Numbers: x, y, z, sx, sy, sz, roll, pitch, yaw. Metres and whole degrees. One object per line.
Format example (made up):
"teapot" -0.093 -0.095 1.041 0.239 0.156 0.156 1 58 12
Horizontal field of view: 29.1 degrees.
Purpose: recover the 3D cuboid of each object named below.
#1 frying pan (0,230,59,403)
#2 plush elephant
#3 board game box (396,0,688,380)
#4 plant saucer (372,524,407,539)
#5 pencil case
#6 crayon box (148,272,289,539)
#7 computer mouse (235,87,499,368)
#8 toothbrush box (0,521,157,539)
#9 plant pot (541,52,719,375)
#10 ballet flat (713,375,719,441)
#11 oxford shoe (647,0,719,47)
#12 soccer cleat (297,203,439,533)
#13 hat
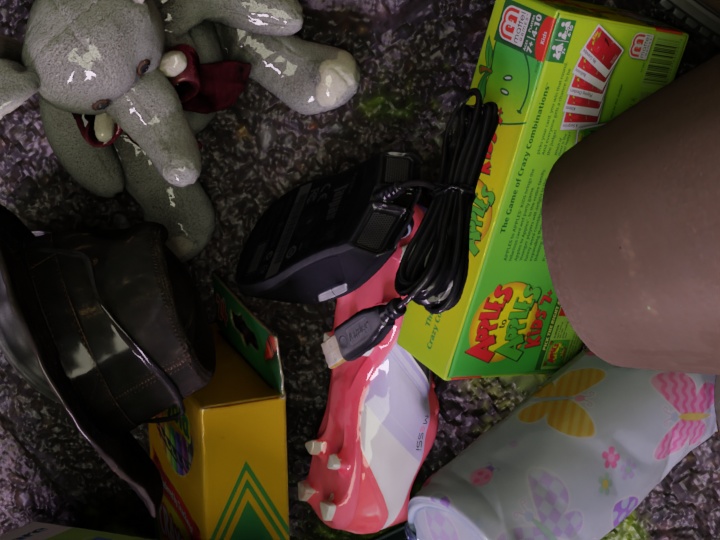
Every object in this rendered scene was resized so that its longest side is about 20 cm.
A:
"frying pan" -0.204 0.020 0.825 0.189 0.031 0.116 14 120 22
"plush elephant" -0.113 -0.103 0.713 0.164 0.155 0.200 -36 102 14
"board game box" 0.096 -0.042 0.746 0.101 0.048 0.201 1 113 -38
"plant saucer" 0.031 0.168 0.834 0.199 0.070 0.019 -27 96 12
"pencil case" 0.119 0.103 0.748 0.200 0.083 0.091 -37 122 -25
"crayon box" -0.083 0.115 0.795 0.050 0.127 0.201 -7 108 -21
"computer mouse" 0.000 0.000 0.725 0.046 0.141 0.200 35 141 -27
"toothbrush box" -0.136 0.225 0.748 0.199 0.086 0.147 -3 100 39
"plant pot" 0.186 -0.023 0.653 0.174 0.200 0.201 -17 107 36
"ballet flat" 0.217 0.024 0.740 0.067 0.046 0.201 -11 69 20
"oxford shoe" 0.149 -0.194 0.708 0.084 0.073 0.200 -41 100 13
"soccer cleat" 0.019 0.059 0.812 0.076 0.067 0.201 6 103 -36
"hat" -0.121 0.018 0.698 0.081 0.201 0.201 -31 103 -5
